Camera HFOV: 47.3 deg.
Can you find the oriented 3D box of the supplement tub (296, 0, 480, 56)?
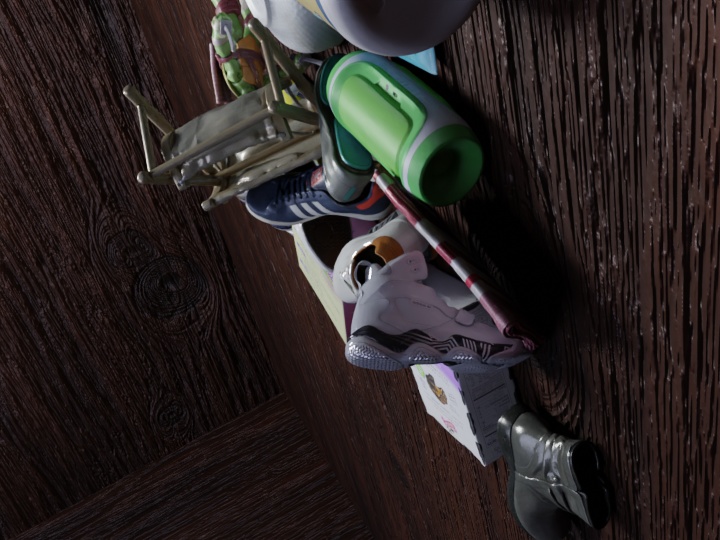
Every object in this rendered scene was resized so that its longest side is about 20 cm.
[{"bbox_3d":[-0.003,-0.264,0.634,0.200,0.143,0.146,49,160,47],"label":"supplement tub"}]

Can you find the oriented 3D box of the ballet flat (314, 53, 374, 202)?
[{"bbox_3d":[-0.025,-0.163,0.936,0.064,0.066,0.202,123,149,-46],"label":"ballet flat"}]

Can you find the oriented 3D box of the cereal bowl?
[{"bbox_3d":[-0.095,-0.349,0.968,0.202,0.082,0.201,59,166,25],"label":"cereal bowl"}]

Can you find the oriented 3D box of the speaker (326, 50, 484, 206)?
[{"bbox_3d":[0.039,-0.146,0.817,0.200,0.087,0.089,51,162,44],"label":"speaker"}]

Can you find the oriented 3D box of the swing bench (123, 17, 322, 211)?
[{"bbox_3d":[-0.144,-0.171,1.007,0.199,0.196,0.132,27,-135,-61],"label":"swing bench"}]

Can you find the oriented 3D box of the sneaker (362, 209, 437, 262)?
[{"bbox_3d":[0.039,-0.030,1.043,0.079,0.076,0.200,64,165,6],"label":"sneaker"}]

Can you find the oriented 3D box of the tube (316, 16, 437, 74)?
[{"bbox_3d":[0.012,-0.255,0.814,0.200,0.050,0.078,41,158,48],"label":"tube"}]

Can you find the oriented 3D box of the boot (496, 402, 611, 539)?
[{"bbox_3d":[0.219,0.249,0.898,0.130,0.067,0.202,30,145,57],"label":"boot"}]

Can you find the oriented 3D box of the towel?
[{"bbox_3d":[0.096,-0.008,0.799,0.201,0.023,0.144,51,-170,25],"label":"towel"}]

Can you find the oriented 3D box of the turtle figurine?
[{"bbox_3d":[-0.132,-0.318,1.101,0.200,0.141,0.197,126,133,-65],"label":"turtle figurine"}]

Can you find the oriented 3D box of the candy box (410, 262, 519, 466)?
[{"bbox_3d":[0.116,0.110,1.015,0.168,0.071,0.203,34,146,65],"label":"candy box"}]

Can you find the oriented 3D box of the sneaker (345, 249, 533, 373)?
[{"bbox_3d":[0.082,0.043,0.859,0.075,0.196,0.117,107,164,-71],"label":"sneaker"}]

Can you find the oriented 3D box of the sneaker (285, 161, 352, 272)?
[{"bbox_3d":[-0.070,-0.090,1.156,0.203,0.072,0.085,67,163,5],"label":"sneaker"}]

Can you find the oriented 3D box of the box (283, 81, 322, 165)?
[{"bbox_3d":[-0.061,-0.200,1.182,0.200,0.048,0.118,53,163,47],"label":"box"}]

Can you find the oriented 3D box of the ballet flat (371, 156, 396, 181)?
[{"bbox_3d":[0.008,-0.148,0.976,0.200,0.062,0.069,45,159,55],"label":"ballet flat"}]

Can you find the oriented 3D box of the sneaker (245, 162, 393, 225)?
[{"bbox_3d":[-0.058,-0.107,1.046,0.085,0.196,0.076,61,-153,-67],"label":"sneaker"}]

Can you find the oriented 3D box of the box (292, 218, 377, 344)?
[{"bbox_3d":[-0.026,-0.017,1.274,0.177,0.096,0.201,57,166,29],"label":"box"}]

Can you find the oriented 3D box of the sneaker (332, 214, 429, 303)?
[{"bbox_3d":[0.000,0.000,0.984,0.073,0.085,0.200,49,147,1],"label":"sneaker"}]

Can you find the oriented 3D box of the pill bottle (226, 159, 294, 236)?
[{"bbox_3d":[-0.126,-0.133,1.303,0.116,0.115,0.200,55,-173,32],"label":"pill bottle"}]
